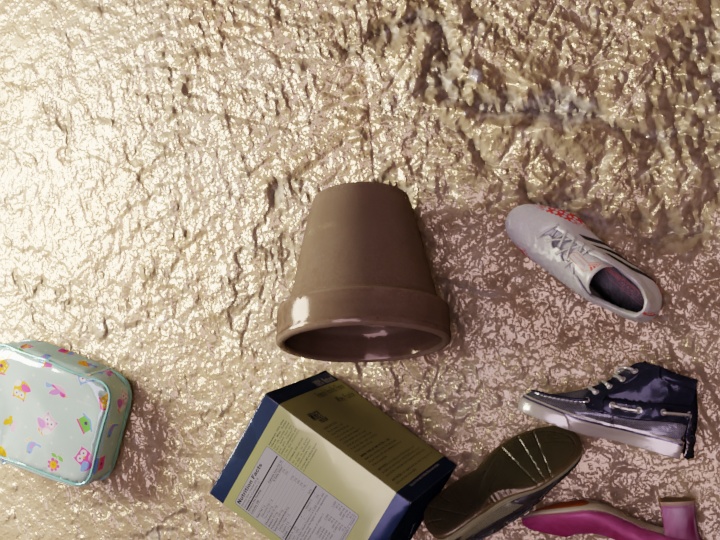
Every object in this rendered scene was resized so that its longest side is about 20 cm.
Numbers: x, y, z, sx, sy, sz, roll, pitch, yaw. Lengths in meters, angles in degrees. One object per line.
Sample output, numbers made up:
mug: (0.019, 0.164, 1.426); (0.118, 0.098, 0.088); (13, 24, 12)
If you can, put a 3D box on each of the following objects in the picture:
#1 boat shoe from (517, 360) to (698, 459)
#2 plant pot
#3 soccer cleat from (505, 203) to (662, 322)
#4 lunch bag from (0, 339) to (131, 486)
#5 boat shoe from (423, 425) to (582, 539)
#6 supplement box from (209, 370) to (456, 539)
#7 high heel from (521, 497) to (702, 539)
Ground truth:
boat shoe: (0.278, 0.139, 1.420); (0.197, 0.075, 0.094); (14, 90, 11)
plant pot: (0.000, 0.000, 1.458); (0.197, 0.200, 0.177); (-8, 73, 19)
soccer cleat: (0.242, -0.010, 1.410); (0.199, 0.085, 0.069); (37, 104, 14)
lunch bag: (-0.400, 0.185, 1.654); (0.197, 0.077, 0.163); (17, 100, 18)
boat shoe: (0.166, 0.249, 1.464); (0.199, 0.066, 0.072); (-32, 49, 0)
supplement box: (-0.027, 0.236, 1.458); (0.199, 0.200, 0.135); (34, 103, 14)
high heel: (0.280, 0.305, 1.428); (0.197, 0.067, 0.098); (-5, 89, 10)
